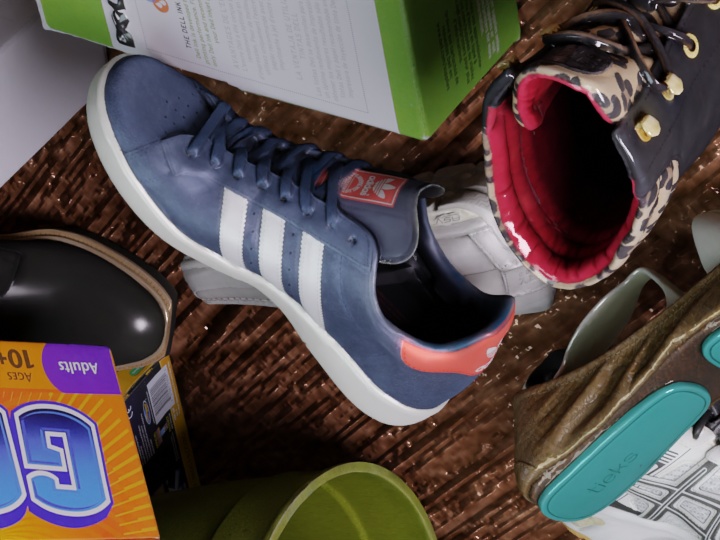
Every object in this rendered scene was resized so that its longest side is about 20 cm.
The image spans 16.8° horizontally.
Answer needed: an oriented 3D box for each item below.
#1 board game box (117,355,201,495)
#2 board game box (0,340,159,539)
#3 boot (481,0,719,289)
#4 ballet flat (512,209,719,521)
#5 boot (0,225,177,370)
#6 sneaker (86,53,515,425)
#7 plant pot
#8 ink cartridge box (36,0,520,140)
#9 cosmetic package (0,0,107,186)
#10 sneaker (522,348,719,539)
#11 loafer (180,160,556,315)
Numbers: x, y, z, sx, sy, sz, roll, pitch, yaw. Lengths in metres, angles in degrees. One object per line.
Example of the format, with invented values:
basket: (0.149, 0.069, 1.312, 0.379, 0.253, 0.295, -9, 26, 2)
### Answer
board game box: (-0.169, 0.108, 1.361, 0.165, 0.057, 0.201, 17, 137, 28)
board game box: (-0.225, 0.161, 1.112, 0.199, 0.199, 0.201, -33, 65, 37)
boot: (0.105, -0.100, 0.817, 0.073, 0.151, 0.201, 28, 142, 17)
ballet flat: (0.135, 0.022, 0.973, 0.200, 0.073, 0.068, -39, 142, 27)
boot: (-0.204, 0.023, 1.207, 0.199, 0.138, 0.078, 10, 106, 14)
sneaker: (-0.018, -0.027, 0.987, 0.200, 0.075, 0.084, 40, 135, -13)
plant pot: (-0.085, 0.194, 1.228, 0.192, 0.201, 0.201, 0, 128, 32)
ink cartridge box: (-0.047, -0.151, 0.968, 0.199, 0.076, 0.148, 18, 139, 30)
cosmetic package: (-0.212, -0.070, 1.092, 0.101, 0.200, 0.072, 21, 139, 25)
sneaker: (0.148, 0.077, 1.025, 0.199, 0.076, 0.088, 1, 129, 41)
loafer: (0.000, 0.000, 1.085, 0.199, 0.070, 0.070, -5, 116, 44)
